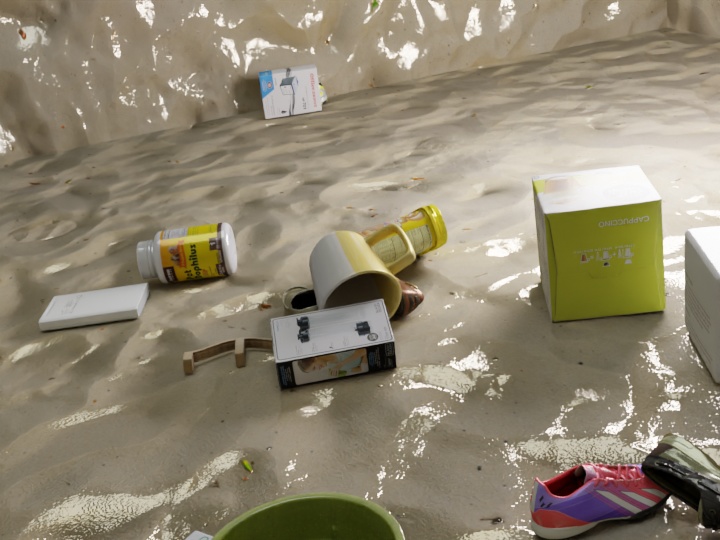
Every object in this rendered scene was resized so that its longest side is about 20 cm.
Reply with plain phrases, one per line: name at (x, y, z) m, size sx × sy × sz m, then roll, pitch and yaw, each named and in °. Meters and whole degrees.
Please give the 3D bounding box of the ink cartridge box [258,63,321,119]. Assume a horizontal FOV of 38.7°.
ink cartridge box at (-0.236, -0.603, 3.448) m, size 0.196 × 0.149 × 0.086 m, roll -9°, pitch 20°, yaw -2°

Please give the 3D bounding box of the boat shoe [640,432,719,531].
boat shoe at (0.410, 0.268, 1.177) m, size 0.066 × 0.072 × 0.200 m, roll -36°, pitch 45°, yaw -16°

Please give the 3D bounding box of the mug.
mug at (-0.005, 0.007, 1.805) m, size 0.183 × 0.151 × 0.154 m, roll -11°, pitch 42°, yaw -16°

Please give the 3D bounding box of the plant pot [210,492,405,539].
plant pot at (-0.045, 0.350, 0.976) m, size 0.196 × 0.193 × 0.201 m, roll -6°, pitch 22°, yaw 2°

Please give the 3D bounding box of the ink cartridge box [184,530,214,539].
ink cartridge box at (-0.173, 0.384, 1.142) m, size 0.197 × 0.044 × 0.196 m, roll 9°, pitch 26°, yaw 32°

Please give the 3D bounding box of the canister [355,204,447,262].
canister at (0.055, -0.053, 2.030) m, size 0.197 × 0.088 × 0.148 m, roll -20°, pitch -2°, yaw -21°

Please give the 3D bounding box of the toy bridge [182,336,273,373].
toy bridge at (-0.207, 0.139, 1.773) m, size 0.196 × 0.028 × 0.067 m, roll -8°, pitch 21°, yaw -3°

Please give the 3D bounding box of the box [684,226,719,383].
box at (0.602, 0.041, 1.529) m, size 0.196 × 0.174 × 0.200 m, roll -6°, pitch 22°, yaw 6°

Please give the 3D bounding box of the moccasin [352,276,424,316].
moccasin at (0.029, 0.032, 1.893) m, size 0.199 × 0.075 × 0.077 m, roll 8°, pitch 17°, yaw 41°

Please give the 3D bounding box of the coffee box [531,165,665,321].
coffee box at (0.411, -0.050, 1.782) m, size 0.196 × 0.204 × 0.198 m, roll -6°, pitch 22°, yaw 6°

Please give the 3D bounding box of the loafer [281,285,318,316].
loafer at (-0.097, 0.064, 1.863) m, size 0.074 × 0.070 × 0.200 m, roll -14°, pitch 22°, yaw -14°

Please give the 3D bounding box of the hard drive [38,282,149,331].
hard drive at (-0.532, 0.072, 2.057) m, size 0.196 × 0.027 × 0.132 m, roll -8°, pitch 22°, yaw 1°

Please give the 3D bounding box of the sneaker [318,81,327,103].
sneaker at (-0.216, -0.607, 3.549) m, size 0.196 × 0.078 × 0.076 m, roll -9°, pitch 23°, yaw 0°

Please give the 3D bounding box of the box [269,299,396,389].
box at (-0.046, 0.120, 1.686) m, size 0.196 × 0.061 × 0.117 m, roll -10°, pitch 36°, yaw -5°

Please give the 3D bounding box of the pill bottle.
pill bottle at (-0.363, -0.034, 2.145) m, size 0.196 × 0.111 × 0.110 m, roll -8°, pitch 21°, yaw 2°

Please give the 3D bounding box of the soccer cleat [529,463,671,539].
soccer cleat at (0.294, 0.261, 1.230) m, size 0.196 × 0.075 × 0.068 m, roll -14°, pitch 21°, yaw -16°
